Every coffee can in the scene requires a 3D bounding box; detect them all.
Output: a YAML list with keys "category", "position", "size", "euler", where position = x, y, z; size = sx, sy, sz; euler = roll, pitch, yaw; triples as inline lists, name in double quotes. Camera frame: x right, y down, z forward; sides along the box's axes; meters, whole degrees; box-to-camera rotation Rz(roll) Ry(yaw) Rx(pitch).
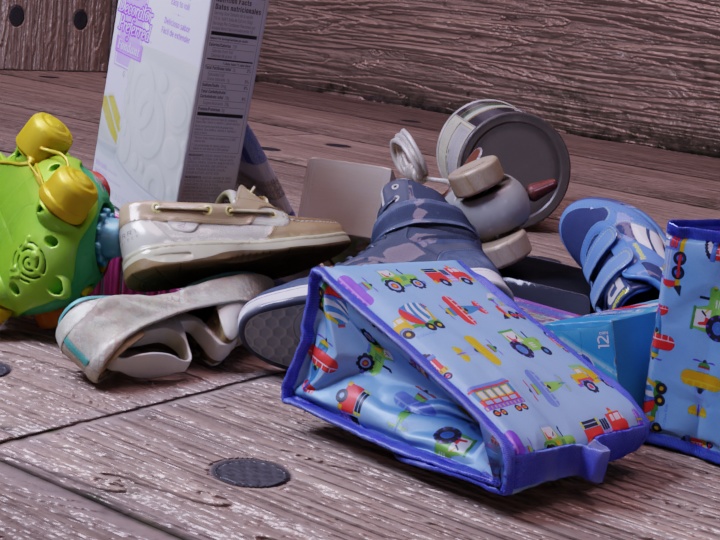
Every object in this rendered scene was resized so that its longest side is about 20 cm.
- category: "coffee can"
  position: [0.183, -0.144, 1.855]
  size: [0.144, 0.148, 0.200]
  euler: [5, 11, -6]

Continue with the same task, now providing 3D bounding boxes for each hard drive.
- category: "hard drive"
  position: [0.145, 0.017, 1.306]
  size: [0.198, 0.043, 0.134]
  euler: [13, 13, 30]

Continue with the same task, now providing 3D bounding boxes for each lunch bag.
- category: "lunch bag"
  position: [0.290, 0.041, 0.984]
  size: [0.093, 0.153, 0.199]
  euler: [15, 15, 40]
- category: "lunch bag"
  position: [0.076, 0.073, 0.880]
  size: [0.199, 0.095, 0.150]
  euler: [28, 20, 38]

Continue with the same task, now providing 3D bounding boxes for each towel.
- category: "towel"
  position: [-0.098, -0.055, 1.214]
  size: [0.024, 0.201, 0.146]
  euler: [-39, 33, -21]

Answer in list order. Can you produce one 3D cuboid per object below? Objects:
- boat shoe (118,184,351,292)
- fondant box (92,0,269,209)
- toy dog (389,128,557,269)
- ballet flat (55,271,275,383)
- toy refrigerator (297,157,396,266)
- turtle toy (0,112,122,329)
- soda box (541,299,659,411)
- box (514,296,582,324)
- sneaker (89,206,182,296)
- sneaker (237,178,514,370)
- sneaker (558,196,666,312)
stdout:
- category: "boat shoe"
  position: [-0.093, -0.030, 1.073]
  size: [0.198, 0.067, 0.074]
  euler: [-5, -19, -41]
- category: "fondant box"
  position: [-0.148, -0.139, 1.128]
  size: [0.058, 0.203, 0.144]
  euler: [1, 18, -39]
- category: "toy dog"
  position: [0.115, -0.066, 1.320]
  size: [0.095, 0.133, 0.200]
  euler: [-22, 29, -16]
- category: "ballet flat"
  position: [-0.127, 0.047, 1.009]
  size: [0.199, 0.068, 0.062]
  euler: [-10, 49, -45]
- category: "toy refrigerator"
  position: [-0.002, -0.037, 1.279]
  size: [0.075, 0.071, 0.200]
  euler: [9, -11, 9]
- category: "turtle toy"
  position: [-0.244, -0.038, 1.084]
  size: [0.101, 0.146, 0.201]
  euler: [29, 20, -40]
- category: "soda box"
  position: [0.210, 0.060, 1.032]
  size: [0.064, 0.069, 0.199]
  euler: [-5, 1, 39]
- category: "box"
  position: [0.102, 0.051, 1.121]
  size: [0.199, 0.040, 0.136]
  euler: [16, 16, 42]
- category: "sneaker"
  position: [-0.164, -0.006, 1.180]
  size: [0.198, 0.082, 0.088]
  euler: [18, 12, 14]
- category: "sneaker"
  position: [0.001, 0.001, 1.061]
  size: [0.200, 0.078, 0.147]
  euler: [-6, 38, -10]
- category: "sneaker"
  position: [0.229, 0.004, 1.203]
  size: [0.082, 0.075, 0.200]
  euler: [-6, 38, -37]
